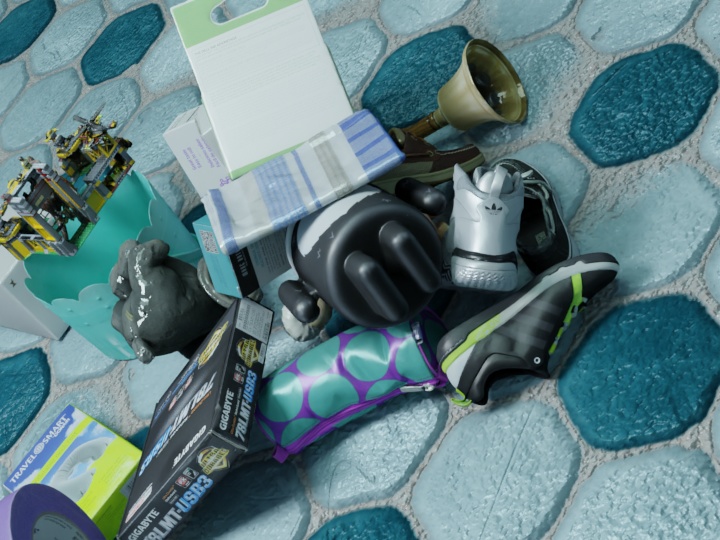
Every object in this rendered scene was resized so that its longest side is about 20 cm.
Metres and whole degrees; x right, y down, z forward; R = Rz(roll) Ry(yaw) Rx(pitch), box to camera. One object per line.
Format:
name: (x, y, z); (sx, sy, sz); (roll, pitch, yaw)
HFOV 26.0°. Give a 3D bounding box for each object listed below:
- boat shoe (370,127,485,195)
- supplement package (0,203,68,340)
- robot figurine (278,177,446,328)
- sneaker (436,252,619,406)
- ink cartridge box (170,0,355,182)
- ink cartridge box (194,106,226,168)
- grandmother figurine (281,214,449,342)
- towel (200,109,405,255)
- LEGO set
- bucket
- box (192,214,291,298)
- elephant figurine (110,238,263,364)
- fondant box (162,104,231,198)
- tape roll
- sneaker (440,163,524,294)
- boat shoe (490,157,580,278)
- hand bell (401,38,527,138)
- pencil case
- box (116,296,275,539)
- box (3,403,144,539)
boat shoe: (0.049, -0.118, 1.649); (0.199, 0.073, 0.072); (-17, 0, -35)
supplement package: (-0.445, -0.003, 2.016); (0.199, 0.120, 0.122); (9, 57, 47)
robot figurine: (0.002, -0.019, 1.488); (0.149, 0.126, 0.200); (-3, 16, -21)
sneaker: (0.166, 0.061, 1.459); (0.199, 0.072, 0.083); (-32, 71, 4)
ink cartridge box: (-0.098, -0.204, 1.625); (0.144, 0.048, 0.202); (-22, 76, 2)
ink cartridge box: (-0.066, -0.128, 1.724); (0.146, 0.200, 0.086); (-37, 24, 6)
grandmother figurine: (0.000, 0.000, 1.610); (0.199, 0.122, 0.061); (-38, -8, -6)
towel: (-0.059, -0.089, 1.516); (0.199, 0.024, 0.147); (-27, 25, 0)
LEGO set: (-0.367, -0.112, 1.829); (0.153, 0.116, 0.201); (15, 63, 50)
bucket: (-0.285, -0.004, 1.859); (0.206, 0.135, 0.208); (-24, 40, 22)
box: (-0.075, -0.055, 1.624); (0.199, 0.083, 0.049); (-32, 27, -33)
elephant figurine: (-0.167, 0.030, 1.720); (0.141, 0.198, 0.157); (172, 102, -64)
fondant box: (-0.110, -0.144, 1.830); (0.199, 0.145, 0.058); (-19, 24, 28)
tape roll: (-0.303, 0.312, 1.493); (0.085, 0.200, 0.201); (-33, 37, 11)
sneaker: (0.115, -0.038, 1.500); (0.200, 0.074, 0.116); (154, 123, -84)
boat shoe: (0.160, -0.064, 1.572); (0.073, 0.068, 0.200); (-30, 38, 14)
hand bell: (0.080, -0.164, 1.757); (0.199, 0.104, 0.105); (-32, 35, 34)
pencil case: (-0.007, 0.108, 1.531); (0.199, 0.085, 0.093); (-28, 54, 19)
box: (-0.164, 0.155, 1.576); (0.200, 0.049, 0.199); (-50, 19, 36)
box: (-0.311, 0.226, 1.721); (0.122, 0.048, 0.199); (-51, 38, -14)
